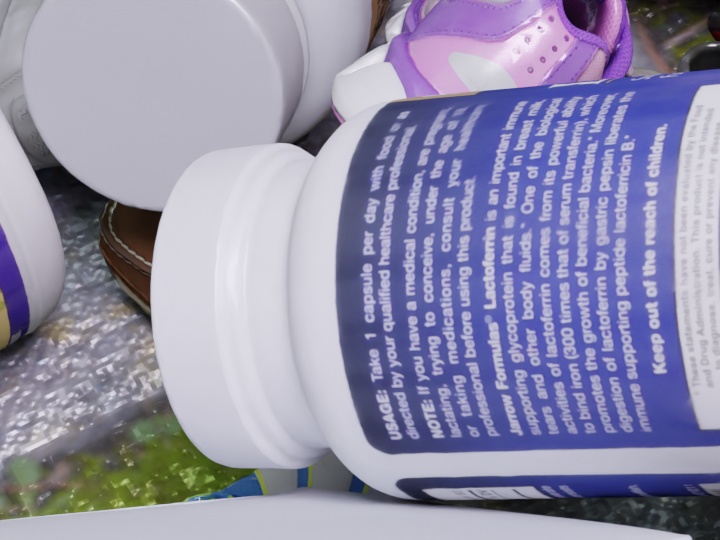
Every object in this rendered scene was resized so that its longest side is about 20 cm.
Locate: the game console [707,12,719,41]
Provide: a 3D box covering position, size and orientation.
[{"bbox_3d":[0.241,-0.041,0.847,0.172,0.119,0.200,-35,54,-20],"label":"game console"}]

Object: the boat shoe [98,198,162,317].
[{"bbox_3d":[0.000,0.000,0.872,0.199,0.074,0.076,18,65,22],"label":"boat shoe"}]

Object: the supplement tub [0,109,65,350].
[{"bbox_3d":[-0.216,0.003,0.861,0.200,0.146,0.145,-34,53,-19],"label":"supplement tub"}]

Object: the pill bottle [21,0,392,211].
[{"bbox_3d":[-0.047,-0.104,0.907,0.114,0.115,0.200,3,28,11],"label":"pill bottle"}]

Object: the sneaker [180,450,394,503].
[{"bbox_3d":[-0.059,0.104,0.777,0.076,0.105,0.200,30,60,29],"label":"sneaker"}]

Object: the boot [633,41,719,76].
[{"bbox_3d":[0.121,-0.031,0.847,0.067,0.131,0.201,-18,49,-6],"label":"boot"}]

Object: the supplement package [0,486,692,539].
[{"bbox_3d":[-0.035,0.122,0.657,0.199,0.112,0.155,-2,2,-44],"label":"supplement package"}]

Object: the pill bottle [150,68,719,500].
[{"bbox_3d":[0.050,0.006,0.717,0.199,0.116,0.116,-3,48,25],"label":"pill bottle"}]

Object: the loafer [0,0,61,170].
[{"bbox_3d":[-0.119,-0.114,0.996,0.069,0.070,0.201,-14,37,19],"label":"loafer"}]

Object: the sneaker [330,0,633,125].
[{"bbox_3d":[0.055,-0.073,0.866,0.088,0.200,0.081,-43,93,15],"label":"sneaker"}]
